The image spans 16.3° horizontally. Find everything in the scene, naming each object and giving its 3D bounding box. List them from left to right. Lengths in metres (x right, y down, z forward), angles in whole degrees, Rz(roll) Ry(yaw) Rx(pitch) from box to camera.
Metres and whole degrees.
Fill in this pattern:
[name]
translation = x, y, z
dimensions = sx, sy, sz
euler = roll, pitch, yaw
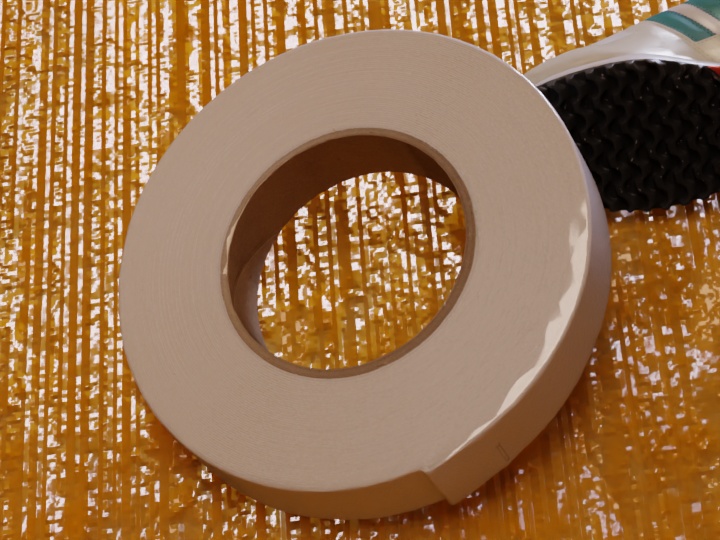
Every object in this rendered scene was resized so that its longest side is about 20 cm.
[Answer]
[tape roll]
translation = 0.000, 0.000, 0.996
dimensions = 0.201, 0.037, 0.204
euler = -9, 62, 17
[sneaker]
translation = 0.155, -0.085, 1.056
dimensions = 0.198, 0.071, 0.094
euler = -15, 24, 10
